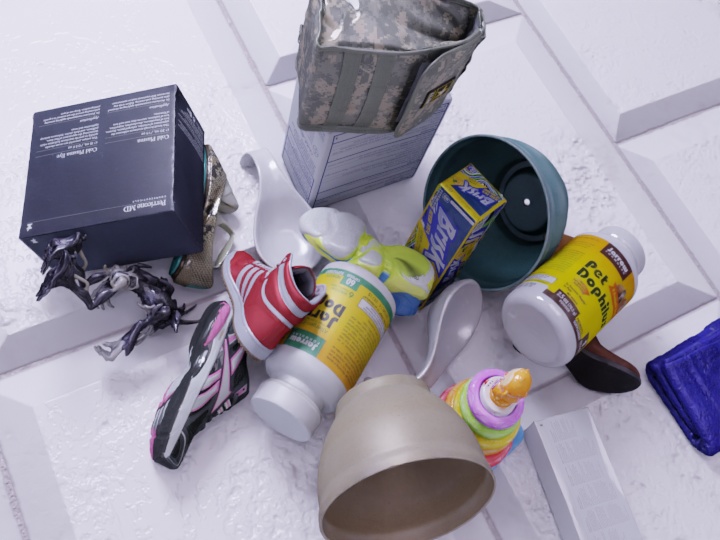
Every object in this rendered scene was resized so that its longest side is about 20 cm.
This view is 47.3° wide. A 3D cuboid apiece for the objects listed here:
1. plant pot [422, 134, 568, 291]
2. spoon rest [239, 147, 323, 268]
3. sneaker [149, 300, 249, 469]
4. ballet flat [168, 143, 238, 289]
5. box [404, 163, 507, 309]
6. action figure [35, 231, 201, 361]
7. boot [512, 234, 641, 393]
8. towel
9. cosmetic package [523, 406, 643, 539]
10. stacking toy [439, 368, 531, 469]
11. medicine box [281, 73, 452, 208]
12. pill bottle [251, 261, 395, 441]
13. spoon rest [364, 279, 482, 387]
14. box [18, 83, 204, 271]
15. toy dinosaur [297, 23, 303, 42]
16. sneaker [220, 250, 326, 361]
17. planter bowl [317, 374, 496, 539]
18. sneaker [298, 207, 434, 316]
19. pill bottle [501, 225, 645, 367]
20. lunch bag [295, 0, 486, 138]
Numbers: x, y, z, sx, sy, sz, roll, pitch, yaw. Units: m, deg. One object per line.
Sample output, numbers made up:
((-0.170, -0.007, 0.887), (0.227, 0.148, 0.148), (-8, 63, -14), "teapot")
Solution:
((0.202, -0.086, 1.116), (0.133, 0.201, 0.202), (-15, 63, -45), "plant pot")
((-0.113, -0.085, 1.109), (0.097, 0.061, 0.203), (-17, 67, -19), "spoon rest")
((-0.173, 0.141, 0.970), (0.086, 0.080, 0.203), (32, 70, -23), "sneaker")
((-0.199, -0.067, 1.086), (0.074, 0.068, 0.204), (19, 61, -26), "ballet flat")
((0.107, -0.039, 1.047), (0.064, 0.201, 0.070), (-34, 72, -34), "box")
((-0.289, 0.037, 0.985), (0.199, 0.102, 0.120), (32, 18, -38), "action figure")
((0.311, 0.055, 1.139), (0.185, 0.069, 0.202), (19, 53, 7), "boot")
((0.501, 0.146, 1.124), (0.197, 0.050, 0.149), (-24, 69, -22), "towel")
((0.274, 0.278, 1.006), (0.081, 0.051, 0.204), (-9, 65, -18), "cosmetic package")
((0.151, 0.159, 0.956), (0.115, 0.201, 0.110), (-36, 74, -25), "stacking toy")
((0.001, -0.191, 1.107), (0.179, 0.201, 0.105), (-20, 72, -21), "medicine box")
((-0.046, 0.098, 0.996), (0.111, 0.113, 0.202), (30, 61, 5), "pill bottle")
((0.093, 0.094, 1.040), (0.060, 0.100, 0.200), (29, 64, 39), "spoon rest")
((-0.302, -0.110, 1.024), (0.195, 0.105, 0.186), (-9, 62, 8), "box")
((-0.031, -0.339, 1.259), (0.132, 0.102, 0.205), (-3, 80, 3), "toy dinosaur")
((-0.105, 0.012, 0.996), (0.112, 0.071, 0.201), (-41, 34, 11), "sneaker")
((0.039, 0.206, 0.923), (0.195, 0.203, 0.136), (-4, 47, -14), "planter bowl")
((0.000, 0.000, 1.069), (0.198, 0.106, 0.076), (30, 48, 20), "sneaker")
((0.276, 0.026, 1.043), (0.199, 0.110, 0.109), (-36, 74, -30), "pill bottle")
((0.032, -0.235, 0.929), (0.195, 0.164, 0.120), (1, 69, -13), "lunch bag")
